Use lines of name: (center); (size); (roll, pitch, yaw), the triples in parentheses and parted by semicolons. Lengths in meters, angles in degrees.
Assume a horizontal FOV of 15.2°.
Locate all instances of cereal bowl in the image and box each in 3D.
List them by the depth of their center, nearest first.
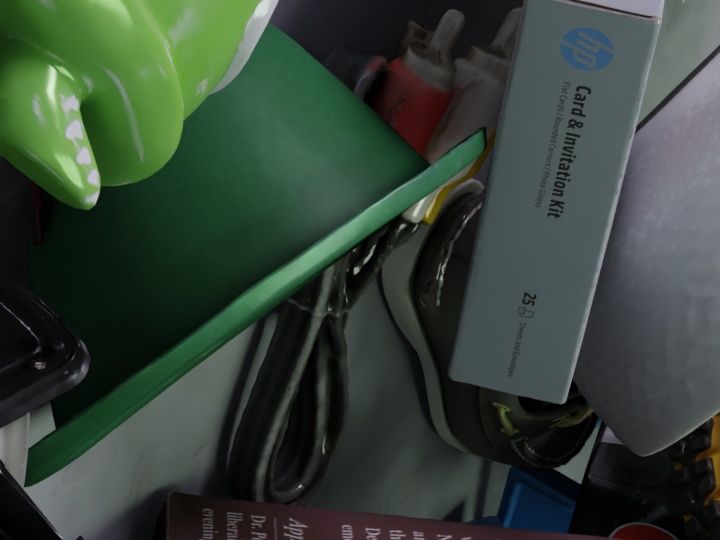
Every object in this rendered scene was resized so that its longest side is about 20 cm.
cereal bowl: (0.138, -0.034, 0.927); (0.200, 0.083, 0.200); (-44, 179, -1)

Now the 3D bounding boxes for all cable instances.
cable: (0.000, 0.000, 0.904); (0.097, 0.050, 0.201); (-3, 115, -64)

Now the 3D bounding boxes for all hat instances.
hat: (-0.075, -0.061, 0.758); (0.200, 0.176, 0.166); (-36, 180, 44)

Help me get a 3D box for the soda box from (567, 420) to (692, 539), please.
soda box: (0.142, 0.050, 1.113); (0.200, 0.070, 0.063); (-64, 170, -47)

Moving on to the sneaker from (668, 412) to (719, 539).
sneaker: (0.169, 0.126, 0.973); (0.082, 0.078, 0.201); (20, 60, -37)

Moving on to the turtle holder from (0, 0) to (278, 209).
turtle holder: (-0.093, -0.108, 0.577); (0.132, 0.185, 0.141); (-54, -176, -18)

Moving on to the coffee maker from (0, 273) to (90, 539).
coffee maker: (-0.166, 0.107, 0.648); (0.191, 0.135, 0.201); (-11, 125, -30)

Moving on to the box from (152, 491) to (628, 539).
box: (0.021, 0.192, 0.883); (0.166, 0.199, 0.165); (-94, -168, -63)

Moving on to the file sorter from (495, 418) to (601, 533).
file sorter: (0.163, 0.157, 1.163); (0.123, 0.200, 0.139); (-36, 148, -47)

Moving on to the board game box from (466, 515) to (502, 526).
board game box: (0.080, 0.220, 1.088); (0.036, 0.200, 0.152); (-11, 127, -24)

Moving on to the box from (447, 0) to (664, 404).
box: (0.073, -0.084, 0.827); (0.156, 0.041, 0.200); (100, 4, -45)

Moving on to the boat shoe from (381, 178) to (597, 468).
boat shoe: (0.064, 0.032, 1.037); (0.072, 0.060, 0.202); (-57, 153, -15)
